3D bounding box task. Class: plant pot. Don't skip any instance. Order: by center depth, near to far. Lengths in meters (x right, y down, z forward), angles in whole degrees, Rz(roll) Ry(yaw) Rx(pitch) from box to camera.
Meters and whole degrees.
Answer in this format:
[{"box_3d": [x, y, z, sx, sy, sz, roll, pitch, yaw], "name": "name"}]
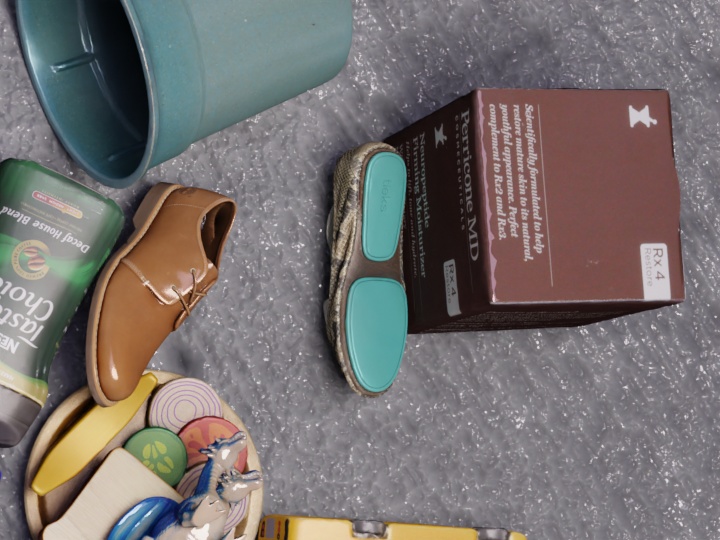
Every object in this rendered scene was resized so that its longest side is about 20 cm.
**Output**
[{"box_3d": [-0.124, -0.185, 1.525, 0.196, 0.200, 0.200, -22, 90, -29], "name": "plant pot"}]

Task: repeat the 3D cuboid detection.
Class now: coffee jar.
[{"box_3d": [-0.256, 0.025, 1.494, 0.104, 0.085, 0.200, 26, 75, -15], "name": "coffee jar"}]

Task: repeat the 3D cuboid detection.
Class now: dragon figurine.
[{"box_3d": [-0.141, 0.197, 1.452, 0.200, 0.099, 0.059, -41, 105, -11], "name": "dragon figurine"}]

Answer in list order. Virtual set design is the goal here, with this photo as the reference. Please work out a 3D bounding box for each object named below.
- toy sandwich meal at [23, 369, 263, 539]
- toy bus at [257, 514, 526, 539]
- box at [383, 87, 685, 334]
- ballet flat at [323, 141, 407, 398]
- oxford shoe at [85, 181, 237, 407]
[{"box_3d": [-0.160, 0.169, 1.517, 0.205, 0.070, 0.205, 3, 81, -20], "name": "toy sandwich meal"}, {"box_3d": [0.026, 0.226, 1.567, 0.200, 0.078, 0.065, 7, 82, -25], "name": "toy bus"}, {"box_3d": [0.130, -0.043, 1.586, 0.164, 0.200, 0.166, -1, 82, -20], "name": "box"}, {"box_3d": [0.000, 0.000, 1.600, 0.068, 0.075, 0.200, 5, 85, -34], "name": "ballet flat"}, {"box_3d": [-0.147, 0.014, 1.509, 0.071, 0.071, 0.200, 64, 38, -48], "name": "oxford shoe"}]
